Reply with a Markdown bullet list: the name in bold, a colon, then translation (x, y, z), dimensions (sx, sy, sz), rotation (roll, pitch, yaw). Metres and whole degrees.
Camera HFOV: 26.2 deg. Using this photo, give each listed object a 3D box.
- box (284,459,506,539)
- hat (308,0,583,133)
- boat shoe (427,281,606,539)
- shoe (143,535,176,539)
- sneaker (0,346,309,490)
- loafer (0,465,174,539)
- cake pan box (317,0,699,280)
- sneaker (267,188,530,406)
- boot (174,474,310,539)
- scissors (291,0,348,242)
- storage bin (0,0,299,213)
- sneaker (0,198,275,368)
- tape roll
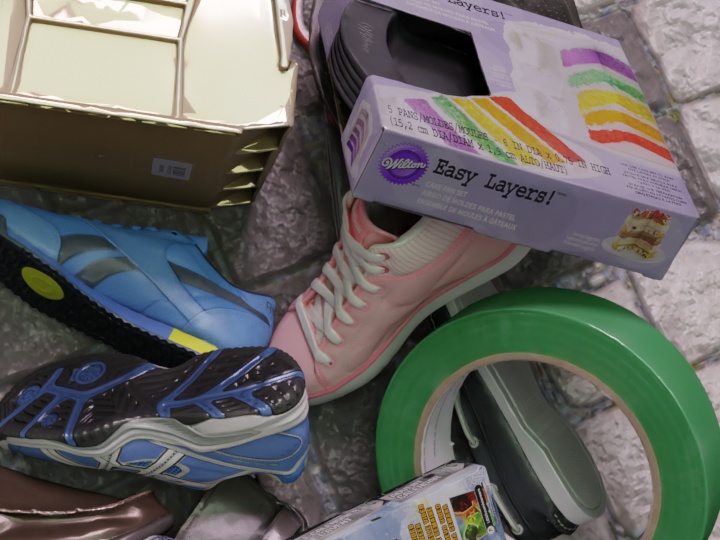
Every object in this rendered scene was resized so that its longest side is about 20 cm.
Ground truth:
- **box**: translation (0.034, 0.225, 0.864), dimensions (0.136, 0.040, 0.201), rotation (-21, 99, -27)
- **hat**: translation (0.050, -0.123, 0.993), dimensions (0.199, 0.081, 0.202), rotation (7, 71, -19)
- **boat shoe**: translation (0.078, 0.077, 0.967), dimensions (0.060, 0.075, 0.201), rotation (-33, 76, 29)
- **shoe**: translation (-0.124, 0.255, 0.858), dimensions (0.091, 0.071, 0.201), rotation (27, 89, 23)
- **sneaker**: translation (-0.123, 0.096, 0.905), dimensions (0.199, 0.077, 0.076), rotation (-1, 39, 17)
- **loafer**: translation (-0.207, 0.142, 0.892), dimensions (0.199, 0.073, 0.071), rotation (-6, 79, -10)
- **cake pan box**: translation (0.074, -0.090, 0.871), dimensions (0.199, 0.052, 0.185), rotation (15, 34, -18)
- **sneaker**: translation (0.000, 0.000, 0.912), dimensions (0.200, 0.105, 0.076), rotation (-36, 54, 19)
- **boot**: translation (-0.058, 0.228, 0.918), dimensions (0.173, 0.069, 0.201), rotation (27, 71, 1)
- **scissors**: translation (-0.023, -0.113, 1.018), dimensions (0.073, 0.014, 0.201), rotation (14, 77, -10)
- **storage bin**: translation (-0.144, -0.108, 0.893), dimensions (0.197, 0.200, 0.094), rotation (7, 78, -9)
- **sneaker**: translation (-0.145, 0.000, 0.946), dimensions (0.199, 0.066, 0.079), rotation (29, 62, -4)
- **tape roll**: translation (0.107, 0.112, 0.897), dimensions (0.199, 0.048, 0.202), rotation (8, 108, 24)
